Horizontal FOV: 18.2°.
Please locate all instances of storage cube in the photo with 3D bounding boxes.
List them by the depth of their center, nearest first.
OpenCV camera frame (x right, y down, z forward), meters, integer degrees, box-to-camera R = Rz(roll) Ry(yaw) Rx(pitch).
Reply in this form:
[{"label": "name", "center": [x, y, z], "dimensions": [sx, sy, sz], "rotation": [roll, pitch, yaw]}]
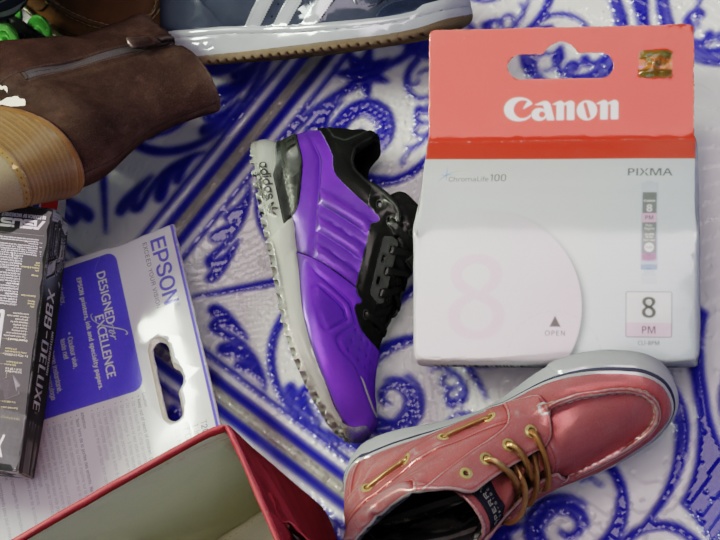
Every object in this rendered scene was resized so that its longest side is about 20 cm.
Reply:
[{"label": "storage cube", "center": [-0.084, 0.215, 1.209], "dimensions": [0.200, 0.180, 0.171], "rotation": [-29, 65, 4]}]

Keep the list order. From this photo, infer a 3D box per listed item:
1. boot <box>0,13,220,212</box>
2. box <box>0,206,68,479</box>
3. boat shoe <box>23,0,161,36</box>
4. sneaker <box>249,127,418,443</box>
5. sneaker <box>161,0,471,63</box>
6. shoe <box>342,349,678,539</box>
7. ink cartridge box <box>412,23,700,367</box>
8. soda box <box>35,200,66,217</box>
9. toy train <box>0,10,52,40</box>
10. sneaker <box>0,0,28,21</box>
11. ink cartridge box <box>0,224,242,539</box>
[{"label": "boot", "center": [-0.203, -0.116, 1.365], "dimensions": [0.166, 0.072, 0.200], "rotation": [-29, 52, -28]}, {"label": "box", "center": [-0.282, 0.034, 1.324], "dimensions": [0.200, 0.050, 0.158], "rotation": [5, 80, 3]}, {"label": "boat shoe", "center": [-0.208, -0.202, 1.464], "dimensions": [0.200, 0.068, 0.072], "rotation": [27, 78, 22]}, {"label": "sneaker", "center": [0.000, 0.000, 1.331], "dimensions": [0.099, 0.070, 0.200], "rotation": [-15, 68, 3]}, {"label": "sneaker", "center": [-0.033, -0.187, 1.386], "dimensions": [0.200, 0.070, 0.109], "rotation": [-4, 93, 17]}, {"label": "shoe", "center": [0.083, 0.112, 1.243], "dimensions": [0.200, 0.072, 0.091], "rotation": [-20, 22, 12]}, {"label": "ink cartridge box", "center": [0.113, -0.044, 1.294], "dimensions": [0.162, 0.057, 0.200], "rotation": [0, 89, 8]}, {"label": "soda box", "center": [-0.281, -0.074, 1.425], "dimensions": [0.200, 0.068, 0.063], "rotation": [25, 37, 23]}, {"label": "toy train", "center": [-0.227, -0.141, 1.455], "dimensions": [0.200, 0.042, 0.056], "rotation": [32, 125, 29]}, {"label": "sneaker", "center": [-0.185, -0.222, 1.399], "dimensions": [0.200, 0.108, 0.070], "rotation": [-33, 90, -20]}, {"label": "ink cartridge box", "center": [-0.177, 0.094, 1.357], "dimensions": [0.200, 0.043, 0.198], "rotation": [-19, 66, 10]}]
